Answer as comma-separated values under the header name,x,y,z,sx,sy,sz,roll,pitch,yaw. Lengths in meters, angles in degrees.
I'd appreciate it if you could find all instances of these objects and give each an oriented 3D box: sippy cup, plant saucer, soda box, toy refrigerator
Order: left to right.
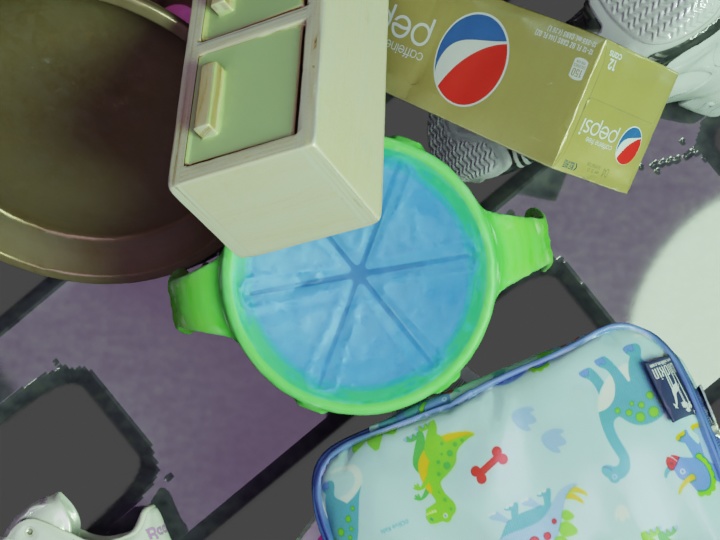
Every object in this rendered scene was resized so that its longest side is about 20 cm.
name,x,y,z,sx,sy,sz,roll,pitch,yaw
plant saucer,-0.147,-0.072,0.749,0.199,0.030,0.201,3,135,3
toy refrigerator,-0.035,-0.114,0.678,0.075,0.070,0.201,-13,55,24
sippy cup,0.000,0.000,0.752,0.177,0.130,0.140,26,92,0
soda box,0.054,-0.106,0.721,0.200,0.068,0.064,30,102,41

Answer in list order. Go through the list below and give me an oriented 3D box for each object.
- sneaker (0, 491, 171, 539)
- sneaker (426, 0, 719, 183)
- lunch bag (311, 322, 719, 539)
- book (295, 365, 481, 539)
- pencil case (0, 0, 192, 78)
name,x,y,z,sx,sy,sz,roll,pitch,yaw
sneaker,-0.196,0.177,0.796,0.199,0.075,0.100,-7,85,-8
sneaker,0.135,-0.102,0.772,0.200,0.115,0.076,-34,63,36
lunch bag,0.089,0.129,0.701,0.199,0.082,0.162,-22,77,9
book,0.035,0.161,0.775,0.133,0.048,0.200,39,74,0
pencil case,-0.156,-0.133,0.768,0.198,0.094,0.091,5,92,-1
